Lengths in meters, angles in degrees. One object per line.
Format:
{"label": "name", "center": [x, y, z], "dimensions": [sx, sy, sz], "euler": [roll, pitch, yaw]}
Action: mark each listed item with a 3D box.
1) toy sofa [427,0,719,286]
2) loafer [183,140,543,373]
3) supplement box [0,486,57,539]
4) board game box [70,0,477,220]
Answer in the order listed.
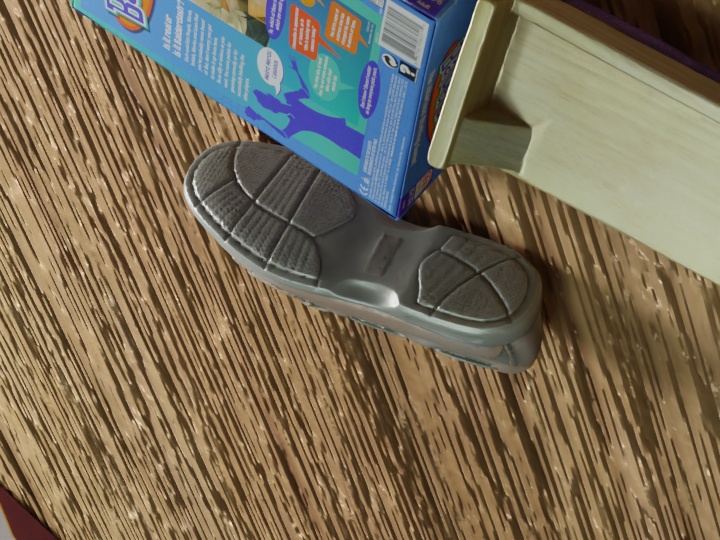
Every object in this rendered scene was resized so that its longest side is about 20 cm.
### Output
{"label": "toy sofa", "center": [0.138, -0.050, 1.080], "dimensions": [0.200, 0.098, 0.083], "euler": [30, 123, 20]}
{"label": "loafer", "center": [0.000, 0.000, 1.299], "dimensions": [0.199, 0.072, 0.063], "euler": [24, 152, 24]}
{"label": "supplement box", "center": [-0.294, 0.256, 1.887], "dimensions": [0.197, 0.133, 0.200], "euler": [44, 150, -2]}
{"label": "board game box", "center": [-0.043, -0.130, 1.203], "dimensions": [0.200, 0.045, 0.152], "euler": [34, 149, 14]}
